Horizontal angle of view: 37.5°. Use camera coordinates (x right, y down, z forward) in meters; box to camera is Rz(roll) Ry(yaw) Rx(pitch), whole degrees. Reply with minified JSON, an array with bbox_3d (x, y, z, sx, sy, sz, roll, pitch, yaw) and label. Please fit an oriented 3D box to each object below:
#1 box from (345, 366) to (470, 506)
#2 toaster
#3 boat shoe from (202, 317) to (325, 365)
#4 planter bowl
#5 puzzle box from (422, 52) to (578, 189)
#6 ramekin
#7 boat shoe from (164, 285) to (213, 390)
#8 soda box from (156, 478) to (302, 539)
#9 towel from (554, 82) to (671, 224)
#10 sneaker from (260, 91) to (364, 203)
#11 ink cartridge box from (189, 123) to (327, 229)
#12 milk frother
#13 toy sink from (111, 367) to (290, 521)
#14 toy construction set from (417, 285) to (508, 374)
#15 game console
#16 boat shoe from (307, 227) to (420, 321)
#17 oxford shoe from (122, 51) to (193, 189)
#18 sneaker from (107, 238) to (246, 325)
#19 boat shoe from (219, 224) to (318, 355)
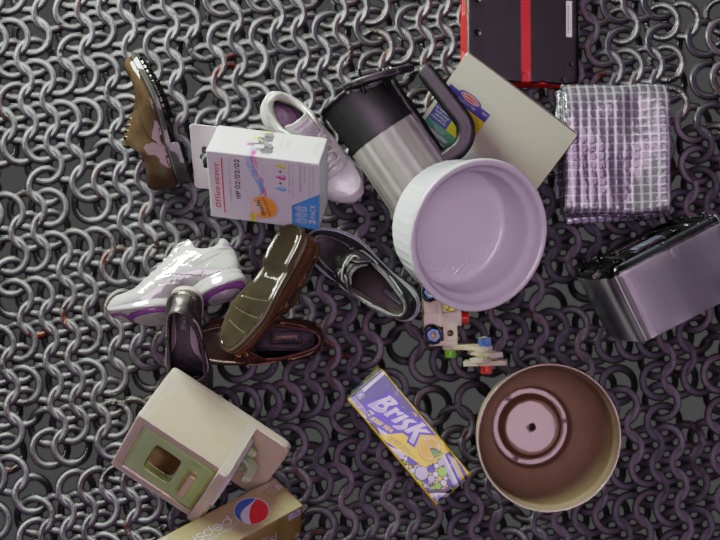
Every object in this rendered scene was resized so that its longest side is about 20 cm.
[{"bbox_3d":[0.067,0.236,1.527,0.070,0.064,0.200,-40,92,-3],"label":"box"},{"bbox_3d":[0.409,0.011,1.493,0.199,0.181,0.119,-27,92,-4],"label":"toaster"},{"bbox_3d":[-0.150,0.099,1.516,0.199,0.070,0.071,-6,93,-2],"label":"boat shoe"},{"bbox_3d":[0.253,0.229,1.502,0.199,0.135,0.202,0,88,-3],"label":"planter bowl"},{"bbox_3d":[0.195,-0.201,1.523,0.200,0.025,0.133,39,110,8],"label":"puzzle box"},{"bbox_3d":[0.139,-0.053,1.418,0.199,0.098,0.202,-5,103,-20],"label":"ramekin"},{"bbox_3d":[-0.244,0.117,1.471,0.066,0.057,0.201,4,122,5],"label":"boat shoe"},{"bbox_3d":[-0.178,0.366,1.454,0.199,0.068,0.064,-21,132,-36],"label":"soda box"},{"bbox_3d":[0.368,-0.170,1.542,0.164,0.086,0.201,-2,89,-2],"label":"towel"},{"bbox_3d":[-0.072,-0.173,1.511,0.075,0.100,0.200,-44,93,-5],"label":"sneaker"},{"bbox_3d":[-0.148,-0.131,1.482,0.199,0.068,0.116,7,130,7],"label":"ink cartridge box"},{"bbox_3d":[0.049,-0.186,1.457,0.180,0.200,0.189,-35,91,26],"label":"milk frother"},{"bbox_3d":[-0.220,0.256,1.460,0.199,0.112,0.131,34,130,-3],"label":"toy sink"},{"bbox_3d":[0.151,0.052,1.529,0.130,0.092,0.201,-3,78,-3],"label":"toy construction set"},{"bbox_3d":[0.236,-0.371,1.571,0.176,0.031,0.201,0,89,-8],"label":"game console"},{"bbox_3d":[0.000,0.000,1.507,0.199,0.071,0.072,33,95,15],"label":"boat shoe"},{"bbox_3d":[-0.308,-0.212,1.514,0.084,0.073,0.201,-17,89,1],"label":"oxford shoe"},{"bbox_3d":[-0.265,0.017,1.514,0.199,0.075,0.100,-17,68,-2],"label":"sneaker"},{"bbox_3d":[-0.119,0.037,1.476,0.072,0.068,0.201,27,81,41],"label":"boat shoe"}]
